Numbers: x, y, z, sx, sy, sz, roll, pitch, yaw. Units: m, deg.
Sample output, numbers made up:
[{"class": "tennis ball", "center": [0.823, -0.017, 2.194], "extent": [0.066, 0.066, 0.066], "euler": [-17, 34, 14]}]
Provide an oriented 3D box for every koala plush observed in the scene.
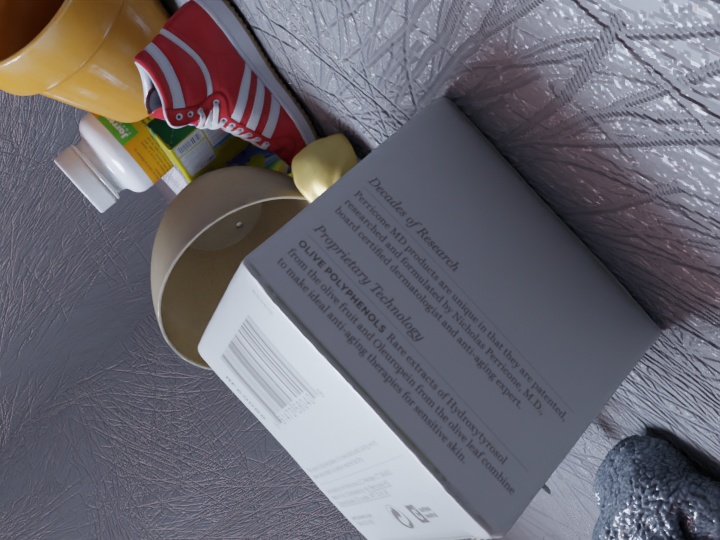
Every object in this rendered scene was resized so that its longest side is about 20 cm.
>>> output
[{"class": "koala plush", "center": [0.205, 0.249, 0.627], "extent": [0.184, 0.200, 0.177], "euler": [48, 171, -3]}]

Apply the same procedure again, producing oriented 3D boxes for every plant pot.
[{"class": "plant pot", "center": [-0.283, -0.250, 0.869], "extent": [0.200, 0.201, 0.183], "euler": [40, -176, 35]}, {"class": "plant pot", "center": [-0.118, -0.023, 0.816], "extent": [0.135, 0.200, 0.201], "euler": [53, 176, 41]}]

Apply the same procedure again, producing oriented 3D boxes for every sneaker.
[{"class": "sneaker", "center": [-0.118, -0.137, 0.757], "extent": [0.200, 0.112, 0.071], "euler": [53, 167, -31]}]

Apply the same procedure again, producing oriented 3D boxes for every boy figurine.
[{"class": "boy figurine", "center": [0.022, -0.032, 0.717], "extent": [0.200, 0.064, 0.124], "euler": [46, 171, 11]}]

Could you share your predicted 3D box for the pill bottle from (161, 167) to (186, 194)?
[{"class": "pill bottle", "center": [-0.216, -0.148, 1.144], "extent": [0.200, 0.112, 0.112], "euler": [47, 170, 3]}]

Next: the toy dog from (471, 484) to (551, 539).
[{"class": "toy dog", "center": [0.150, 0.150, 0.769], "extent": [0.200, 0.095, 0.133], "euler": [-75, -12, -68]}]

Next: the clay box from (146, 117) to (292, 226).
[{"class": "clay box", "center": [-0.132, -0.120, 0.883], "extent": [0.048, 0.115, 0.200], "euler": [44, 169, 24]}]

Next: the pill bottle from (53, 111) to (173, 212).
[{"class": "pill bottle", "center": [-0.261, -0.166, 1.005], "extent": [0.111, 0.200, 0.111], "euler": [45, 170, 10]}]

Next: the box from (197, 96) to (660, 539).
[{"class": "box", "center": [0.030, 0.045, 0.542], "extent": [0.200, 0.171, 0.199], "euler": [46, 154, 1]}]
